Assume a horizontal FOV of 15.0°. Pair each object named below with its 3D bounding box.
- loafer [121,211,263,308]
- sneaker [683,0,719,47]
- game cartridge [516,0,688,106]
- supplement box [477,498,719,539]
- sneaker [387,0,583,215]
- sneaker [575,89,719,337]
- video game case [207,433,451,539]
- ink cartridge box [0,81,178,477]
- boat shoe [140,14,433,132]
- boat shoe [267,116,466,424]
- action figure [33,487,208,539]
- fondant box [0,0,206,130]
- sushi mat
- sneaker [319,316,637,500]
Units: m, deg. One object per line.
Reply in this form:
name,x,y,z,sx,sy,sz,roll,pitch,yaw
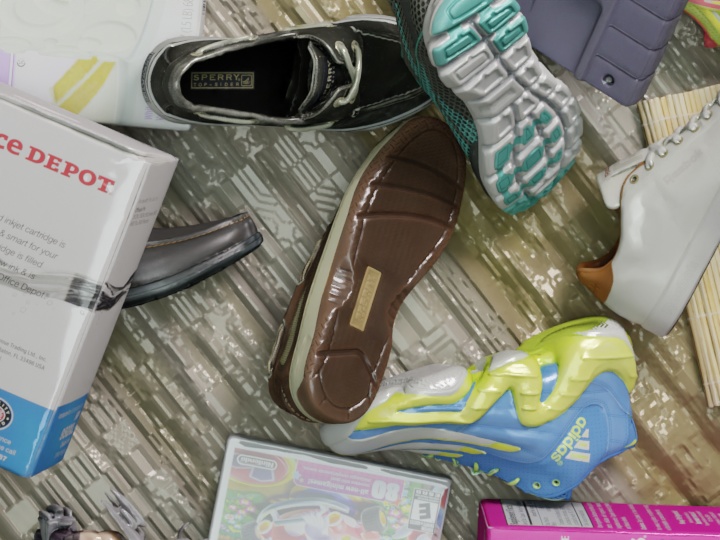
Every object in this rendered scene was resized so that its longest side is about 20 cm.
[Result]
loafer,-0.160,-0.009,1.657,0.199,0.073,0.073,-16,91,0
sneaker,0.245,-0.171,1.657,0.199,0.078,0.091,18,123,-9
game cartridge,0.105,-0.201,1.606,0.200,0.038,0.130,34,127,19
supplement box,0.170,0.199,1.660,0.199,0.103,0.102,2,95,1
sneaker,0.070,-0.117,1.625,0.077,0.091,0.200,-37,138,-11
sneaker,0.193,-0.063,1.641,0.084,0.073,0.201,28,102,3
video game case,-0.032,0.213,1.699,0.143,0.018,0.201,11,94,-2
ink cartridge box,-0.211,-0.002,1.589,0.144,0.084,0.201,23,97,7
boat shoe,-0.029,-0.113,1.627,0.199,0.064,0.071,-8,99,-24
boat shoe,-0.005,-0.003,1.658,0.075,0.075,0.203,36,69,-25
action figure,-0.181,0.214,1.676,0.200,0.069,0.130,-31,87,-2
fondant box,-0.193,-0.164,1.652,0.199,0.058,0.145,5,94,0
sushi mat,0.240,-0.018,1.690,0.095,0.012,0.201,-14,94,-1
sneaker,0.080,0.102,1.665,0.199,0.076,0.105,-17,95,0
